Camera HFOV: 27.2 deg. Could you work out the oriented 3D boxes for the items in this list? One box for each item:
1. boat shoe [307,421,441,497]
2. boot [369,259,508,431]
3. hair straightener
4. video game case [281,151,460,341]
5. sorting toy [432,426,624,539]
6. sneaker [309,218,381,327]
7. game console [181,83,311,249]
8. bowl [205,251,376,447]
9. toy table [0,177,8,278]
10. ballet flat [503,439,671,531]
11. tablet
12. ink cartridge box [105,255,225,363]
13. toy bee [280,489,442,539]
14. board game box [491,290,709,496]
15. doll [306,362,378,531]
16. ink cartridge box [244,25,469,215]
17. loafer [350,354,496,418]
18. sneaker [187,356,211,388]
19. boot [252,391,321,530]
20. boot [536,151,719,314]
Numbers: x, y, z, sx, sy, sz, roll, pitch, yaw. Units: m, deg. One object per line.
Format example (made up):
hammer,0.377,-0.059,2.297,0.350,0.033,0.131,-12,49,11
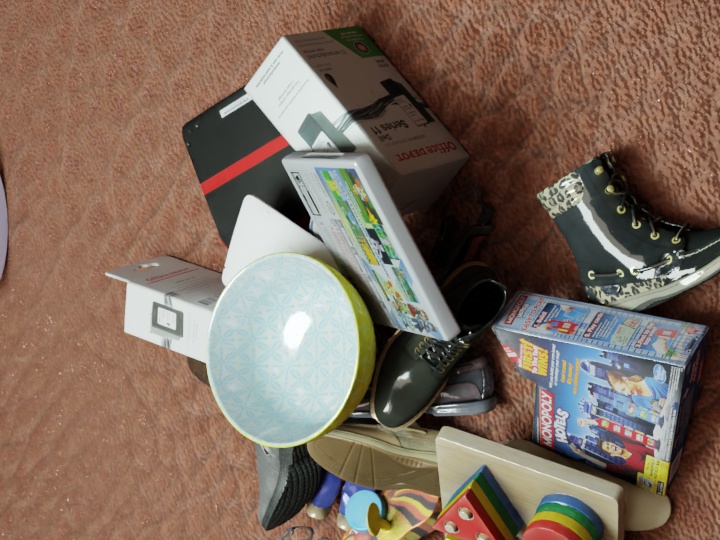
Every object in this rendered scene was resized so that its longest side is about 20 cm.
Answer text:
boat shoe,0.042,0.196,1.615,0.199,0.065,0.071,14,134,-3
boot,0.076,0.079,1.510,0.077,0.138,0.200,29,93,-5
hair straightener,0.085,-0.005,1.601,0.077,0.041,0.200,32,117,26
video game case,0.008,-0.027,1.474,0.200,0.022,0.182,62,160,-16
sorting toy,0.164,0.278,1.529,0.200,0.070,0.199,17,137,25
sneaker,0.000,0.001,1.649,0.115,0.081,0.200,29,123,23
game console,-0.111,-0.127,1.726,0.200,0.031,0.177,-26,80,36
bowl,-0.055,0.085,1.570,0.200,0.108,0.201,-4,82,33
toy table,-0.551,-0.060,1.971,0.117,0.184,0.201,6,92,18
ballet flat,0.220,0.231,1.544,0.200,0.069,0.070,14,108,32
tablet,-0.067,0.017,1.646,0.200,0.014,0.130,35,127,22
ink cartridge box,-0.197,0.047,1.769,0.200,0.116,0.067,18,111,32
toy bee,0.023,0.305,1.662,0.200,0.131,0.109,-42,53,30
board game box,0.230,0.107,1.477,0.199,0.062,0.200,22,140,23
doll,-0.012,0.196,1.707,0.136,0.048,0.200,20,111,10
ink cartridge box,-0.001,-0.154,1.565,0.200,0.146,0.083,51,124,14
loafer,0.048,0.124,1.620,0.199,0.072,0.063,-2,98,13
sneaker,-0.140,0.127,1.771,0.200,0.075,0.071,13,108,32
boot,-0.107,0.191,1.690,0.132,0.070,0.200,41,133,28
boot,0.274,-0.049,1.432,0.203,0.073,0.154,-30,88,40
